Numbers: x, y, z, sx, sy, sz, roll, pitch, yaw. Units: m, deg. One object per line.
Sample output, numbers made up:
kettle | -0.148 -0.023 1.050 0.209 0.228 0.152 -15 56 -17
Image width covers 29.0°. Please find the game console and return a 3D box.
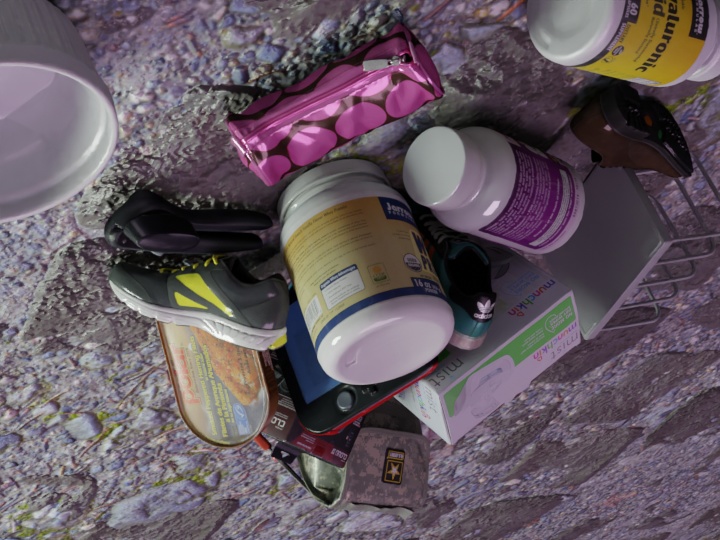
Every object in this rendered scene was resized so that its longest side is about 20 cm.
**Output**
game console | -0.017 0.063 1.523 0.177 0.200 0.031 -36 149 24

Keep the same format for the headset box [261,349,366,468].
headset box | -0.048 0.133 1.636 0.149 0.077 0.200 35 77 -57

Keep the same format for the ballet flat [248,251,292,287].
ballet flat | -0.126 0.048 1.532 0.072 0.072 0.200 16 108 -48

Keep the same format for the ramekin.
ramekin | -0.300 -0.135 1.105 0.200 0.105 0.200 -16 150 -9

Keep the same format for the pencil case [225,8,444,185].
pencil case | -0.027 -0.152 1.275 0.200 0.091 0.094 -29 -175 10

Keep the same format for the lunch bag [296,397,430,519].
lunch bag | 0.001 0.221 1.802 0.118 0.200 0.164 -39 146 30

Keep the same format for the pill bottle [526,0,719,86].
pill bottle | 0.261 -0.232 1.301 0.200 0.111 0.111 4 142 -39

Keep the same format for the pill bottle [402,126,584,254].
pill bottle | 0.139 -0.088 1.463 0.112 0.112 0.200 -39 147 29

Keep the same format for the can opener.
can opener | -0.170 -0.038 1.401 0.200 0.079 0.063 2 137 -51

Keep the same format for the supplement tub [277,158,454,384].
supplement tub | 0.000 0.000 1.428 0.144 0.200 0.144 -16 151 -9

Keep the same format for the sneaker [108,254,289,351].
sneaker | -0.161 0.016 1.440 0.074 0.200 0.085 -38 145 -77

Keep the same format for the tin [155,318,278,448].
tin | -0.154 0.091 1.501 0.112 0.200 0.042 -11 -175 17

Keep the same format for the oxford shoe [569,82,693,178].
oxford shoe | 0.298 -0.144 1.529 0.084 0.073 0.200 -27 146 34

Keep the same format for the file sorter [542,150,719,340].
file sorter | 0.328 -0.037 1.648 0.124 0.139 0.200 -8 149 -27

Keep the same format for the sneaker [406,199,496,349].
sneaker | 0.097 -0.015 1.475 0.071 0.200 0.080 0 136 -28

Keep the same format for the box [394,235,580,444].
box | 0.113 0.068 1.565 0.200 0.176 0.097 -35 136 -18

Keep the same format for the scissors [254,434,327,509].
scissors | -0.116 0.227 1.756 0.014 0.200 0.073 -43 162 -2
